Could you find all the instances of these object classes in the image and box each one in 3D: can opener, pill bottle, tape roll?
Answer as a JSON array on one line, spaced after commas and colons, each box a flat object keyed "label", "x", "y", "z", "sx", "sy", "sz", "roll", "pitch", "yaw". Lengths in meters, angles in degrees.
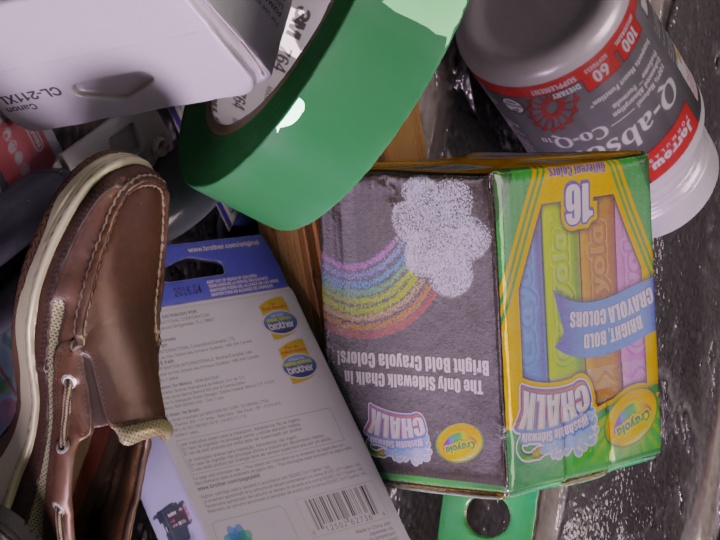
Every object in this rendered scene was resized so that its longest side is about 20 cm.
[{"label": "can opener", "x": -0.128, "y": -0.020, "z": 1.084, "sx": 0.200, "sy": 0.067, "sz": 0.054, "roll": -44, "pitch": 125, "yaw": -51}, {"label": "pill bottle", "x": 0.150, "y": -0.112, "z": 1.527, "sx": 0.200, "sy": 0.115, "sz": 0.116, "roll": 49, "pitch": 49, "yaw": -46}, {"label": "tape roll", "x": -0.012, "y": -0.117, "z": 1.072, "sx": 0.048, "sy": 0.200, "sz": 0.201, "roll": 25, "pitch": 63, "yaw": -20}]

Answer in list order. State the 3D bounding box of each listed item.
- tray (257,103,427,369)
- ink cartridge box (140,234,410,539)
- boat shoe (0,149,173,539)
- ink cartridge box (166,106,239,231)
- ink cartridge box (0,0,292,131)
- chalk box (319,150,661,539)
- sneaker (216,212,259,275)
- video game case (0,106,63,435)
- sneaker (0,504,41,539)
[{"label": "tray", "x": 0.000, "y": 0.000, "z": 1.237, "sx": 0.098, "sy": 0.037, "sz": 0.201, "roll": -23, "pitch": 107, "yaw": -44}, {"label": "ink cartridge box", "x": -0.057, "y": 0.081, "z": 1.147, "sx": 0.119, "sy": 0.042, "sz": 0.201, "roll": -9, "pitch": 69, "yaw": -44}, {"label": "boat shoe", "x": -0.108, "y": 0.051, "z": 1.045, "sx": 0.075, "sy": 0.075, "sz": 0.203, "roll": -12, "pitch": 122, "yaw": -52}, {"label": "ink cartridge box", "x": -0.059, "y": -0.119, "z": 1.260, "sx": 0.200, "sy": 0.039, "sz": 0.100, "roll": -59, "pitch": 137, "yaw": -42}, {"label": "ink cartridge box", "x": -0.095, "y": -0.175, "z": 1.082, "sx": 0.083, "sy": 0.145, "sz": 0.201, "roll": 48, "pitch": 45, "yaw": -43}, {"label": "chalk box", "x": 0.065, "y": 0.045, "z": 1.193, "sx": 0.124, "sy": 0.124, "sz": 0.201, "roll": -9, "pitch": 99, "yaw": -45}, {"label": "sneaker", "x": -0.030, "y": -0.027, "z": 1.274, "sx": 0.085, "sy": 0.077, "sz": 0.201, "roll": 51, "pitch": 48, "yaw": -40}, {"label": "video game case", "x": -0.175, "y": 0.030, "z": 1.087, "sx": 0.200, "sy": 0.017, "sz": 0.143, "roll": -59, "pitch": 137, "yaw": -41}, {"label": "sneaker", "x": -0.170, "y": 0.206, "z": 1.037, "sx": 0.104, "sy": 0.060, "sz": 0.201, "roll": -50, "pitch": 145, "yaw": -51}]
